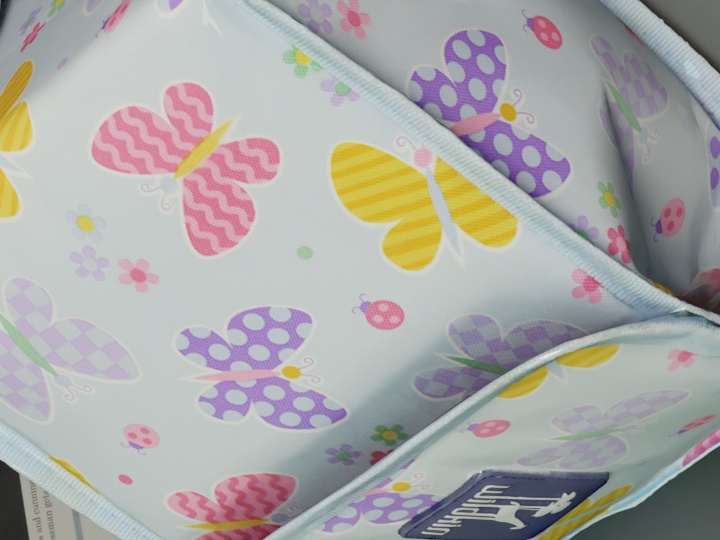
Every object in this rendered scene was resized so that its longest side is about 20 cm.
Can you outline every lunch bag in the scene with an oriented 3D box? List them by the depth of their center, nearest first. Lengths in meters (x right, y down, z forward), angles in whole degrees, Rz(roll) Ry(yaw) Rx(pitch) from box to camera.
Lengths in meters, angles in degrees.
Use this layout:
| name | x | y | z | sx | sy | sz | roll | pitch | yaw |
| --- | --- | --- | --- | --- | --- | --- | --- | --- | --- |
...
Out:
| name | x | y | z | sx | sy | sz | roll | pitch | yaw |
| --- | --- | --- | --- | --- | --- | --- | --- | --- | --- |
| lunch bag | 0.000 | 0.000 | 0.679 | 0.200 | 0.127 | 0.169 | 38 | 130 | -21 |

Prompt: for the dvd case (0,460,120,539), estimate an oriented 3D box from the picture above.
| name | x | y | z | sx | sy | sz | roll | pitch | yaw |
| --- | --- | --- | --- | --- | --- | --- | --- | --- | --- |
| dvd case | -0.158 | 0.083 | 0.745 | 0.199 | 0.151 | 0.025 | -14 | 159 | 5 |
